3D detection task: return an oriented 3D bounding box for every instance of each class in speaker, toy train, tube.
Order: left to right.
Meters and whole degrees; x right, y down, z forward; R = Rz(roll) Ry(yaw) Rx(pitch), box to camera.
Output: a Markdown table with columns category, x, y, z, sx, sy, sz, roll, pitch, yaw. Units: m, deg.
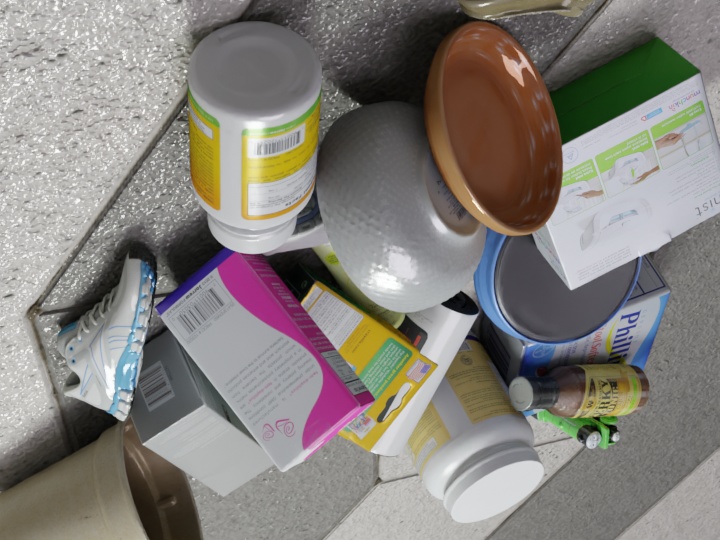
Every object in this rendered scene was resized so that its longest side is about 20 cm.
| category | x | y | z | sx | sy | sz | roll | pitch | yaw |
| --- | --- | --- | --- | --- | --- | --- | --- | --- | --- |
| tube | 0.000 | 0.000 | 1.603 | 0.058 | 0.052 | 0.200 | -61 | 152 | -22 |
| speaker | 0.056 | 0.108 | 1.722 | 0.081 | 0.081 | 0.200 | 7 | 118 | -45 |
| toy train | 0.247 | 0.173 | 1.921 | 0.056 | 0.200 | 0.042 | -15 | 118 | -30 |

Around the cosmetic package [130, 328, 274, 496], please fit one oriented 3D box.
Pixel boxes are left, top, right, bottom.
| category | x | y | z | sx | sy | sz | roll | pitch | yaw |
| --- | --- | --- | --- | --- | --- | --- | --- | --- | --- |
| cosmetic package | -0.173 | 0.155 | 1.628 | 0.090 | 0.107 | 0.200 | -33 | 150 | 8 |

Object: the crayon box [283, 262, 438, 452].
| category | x | y | z | sx | sy | sz | roll | pitch | yaw |
| --- | --- | --- | --- | --- | --- | --- | --- | --- | --- |
| crayon box | -0.028 | 0.094 | 1.604 | 0.200 | 0.052 | 0.126 | 36 | 95 | -37 |

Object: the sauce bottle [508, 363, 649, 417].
| category | x | y | z | sx | sy | sz | roll | pitch | yaw |
| --- | --- | --- | --- | --- | --- | --- | --- | --- | --- |
| sauce bottle | 0.258 | 0.144 | 1.803 | 0.200 | 0.065 | 0.065 | 0 | 139 | -39 |

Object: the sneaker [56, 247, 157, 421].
| category | x | y | z | sx | sy | sz | roll | pitch | yaw |
| --- | --- | --- | --- | --- | --- | --- | --- | --- | --- |
| sneaker | -0.248 | 0.060 | 1.471 | 0.086 | 0.075 | 0.200 | 14 | 123 | -6 |

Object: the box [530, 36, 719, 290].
| category | x | y | z | sx | sy | sz | roll | pitch | yaw |
| --- | --- | --- | --- | --- | --- | --- | --- | --- | --- |
| box | 0.262 | -0.107 | 1.558 | 0.200 | 0.097 | 0.177 | -29 | 127 | -2 |

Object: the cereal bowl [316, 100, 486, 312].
| category | x | y | z | sx | sy | sz | roll | pitch | yaw |
| --- | --- | --- | --- | --- | --- | --- | --- | --- | --- |
| cereal bowl | 0.054 | -0.066 | 1.394 | 0.083 | 0.201 | 0.200 | -19 | 159 | 36 |

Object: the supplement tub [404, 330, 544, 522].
| category | x | y | z | sx | sy | sz | roll | pitch | yaw |
| --- | --- | --- | --- | --- | --- | --- | --- | --- | --- |
| supplement tub | 0.118 | 0.182 | 1.810 | 0.145 | 0.200 | 0.146 | -21 | 148 | -14 |

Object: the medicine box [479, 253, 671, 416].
| category | x | y | z | sx | sy | sz | roll | pitch | yaw |
| --- | --- | --- | --- | --- | --- | --- | --- | --- | --- |
| medicine box | 0.255 | 0.069 | 1.854 | 0.199 | 0.103 | 0.182 | -19 | 147 | -15 |

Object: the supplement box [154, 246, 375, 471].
| category | x | y | z | sx | sy | sz | roll | pitch | yaw |
| --- | --- | --- | --- | --- | --- | --- | --- | --- | --- |
| supplement box | -0.090 | 0.083 | 1.473 | 0.101 | 0.200 | 0.103 | -39 | 172 | 7 |

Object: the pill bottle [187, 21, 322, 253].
| category | x | y | z | sx | sy | sz | roll | pitch | yaw |
| --- | --- | --- | --- | --- | --- | --- | --- | --- | --- |
| pill bottle | -0.092 | -0.107 | 1.311 | 0.111 | 0.111 | 0.200 | -18 | 147 | -18 |

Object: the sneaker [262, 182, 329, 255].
| category | x | y | z | sx | sy | sz | roll | pitch | yaw |
| --- | --- | --- | --- | --- | --- | --- | --- | --- | --- |
| sneaker | -0.019 | -0.066 | 1.486 | 0.199 | 0.075 | 0.087 | -13 | 162 | -20 |

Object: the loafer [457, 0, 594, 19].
| category | x | y | z | sx | sy | sz | roll | pitch | yaw |
| --- | --- | --- | --- | --- | --- | --- | --- | --- | --- |
| loafer | 0.171 | -0.255 | 1.345 | 0.199 | 0.076 | 0.068 | -18 | 141 | -18 |

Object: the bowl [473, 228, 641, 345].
| category | x | y | z | sx | sy | sz | roll | pitch | yaw |
| --- | --- | --- | --- | --- | --- | --- | --- | --- | --- |
| bowl | 0.222 | -0.009 | 1.684 | 0.200 | 0.039 | 0.201 | -8 | 114 | -18 |

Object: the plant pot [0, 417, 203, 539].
| category | x | y | z | sx | sy | sz | roll | pitch | yaw |
| --- | --- | --- | --- | --- | --- | --- | --- | --- | --- |
| plant pot | -0.294 | 0.274 | 1.644 | 0.183 | 0.201 | 0.201 | -21 | 150 | 9 |

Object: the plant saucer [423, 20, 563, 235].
| category | x | y | z | sx | sy | sz | roll | pitch | yaw |
| --- | --- | --- | --- | --- | --- | --- | --- | --- | --- |
| plant saucer | 0.119 | -0.128 | 1.397 | 0.037 | 0.201 | 0.200 | -13 | 162 | 37 |
